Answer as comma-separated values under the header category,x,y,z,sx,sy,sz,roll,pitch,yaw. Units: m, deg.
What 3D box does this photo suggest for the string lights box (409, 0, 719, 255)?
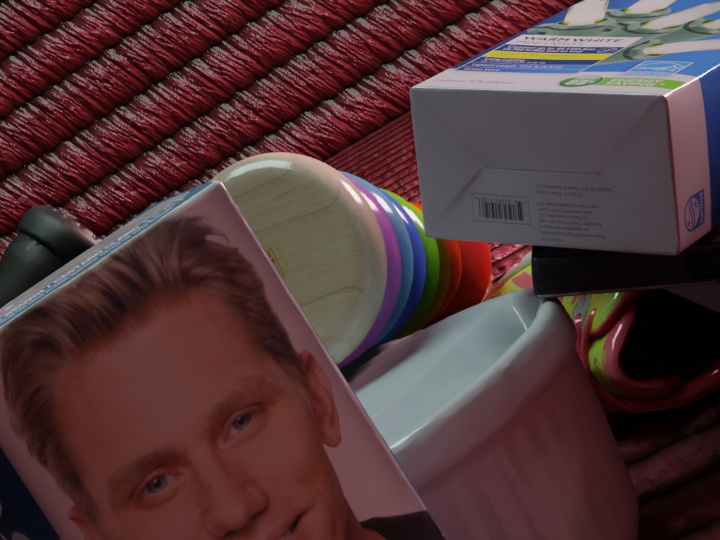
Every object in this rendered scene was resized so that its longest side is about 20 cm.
category,x,y,z,sx,sy,sz,roll,pitch,yaw
string lights box,0.114,-0.065,1.012,0.103,0.059,0.200,4,21,32

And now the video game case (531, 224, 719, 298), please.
category,x,y,z,sx,sy,sz,roll,pitch,yaw
video game case,0.164,-0.028,1.003,0.200,0.019,0.143,-6,17,8

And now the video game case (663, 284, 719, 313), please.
category,x,y,z,sx,sy,sz,roll,pitch,yaw
video game case,0.174,-0.047,1.097,0.200,0.023,0.182,26,49,38

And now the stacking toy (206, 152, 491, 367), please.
category,x,y,z,sx,sy,sz,roll,pitch,yaw
stacking toy,0.000,0.000,1.104,0.085,0.085,0.200,-31,-11,17

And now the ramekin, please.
category,x,y,z,sx,sy,sz,roll,pitch,yaw
ramekin,0.008,0.098,0.976,0.202,0.094,0.202,-32,6,4

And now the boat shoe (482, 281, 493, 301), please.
category,x,y,z,sx,sy,sz,roll,pitch,yaw
boat shoe,0.005,0.039,1.327,0.072,0.068,0.200,4,14,26

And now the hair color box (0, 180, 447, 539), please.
category,x,y,z,sx,sy,sz,roll,pitch,yaw
hair color box,-0.035,0.086,0.798,0.100,0.200,0.061,-36,7,-24

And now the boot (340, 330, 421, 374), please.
category,x,y,z,sx,sy,sz,roll,pitch,yaw
boot,-0.007,0.040,1.184,0.066,0.165,0.200,-14,16,32

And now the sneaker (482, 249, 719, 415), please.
category,x,y,z,sx,sy,sz,roll,pitch,yaw
sneaker,0.106,0.026,1.126,0.200,0.078,0.090,-28,11,36

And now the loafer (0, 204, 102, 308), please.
category,x,y,z,sx,sy,sz,roll,pitch,yaw
loafer,-0.099,0.058,1.190,0.071,0.200,0.073,-46,29,-10
